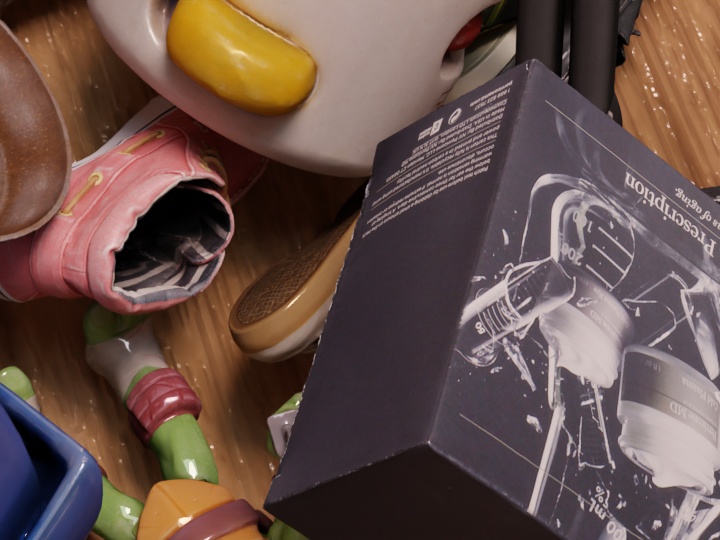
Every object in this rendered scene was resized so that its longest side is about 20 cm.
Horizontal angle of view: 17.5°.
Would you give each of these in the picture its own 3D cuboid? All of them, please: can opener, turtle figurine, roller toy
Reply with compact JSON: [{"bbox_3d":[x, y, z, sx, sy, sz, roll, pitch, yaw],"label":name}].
[{"bbox_3d":[0.101,-0.101,1.146,0.052,0.201,0.067,10,54,12],"label":"can opener"},{"bbox_3d":[-0.090,0.089,1.001,0.194,0.144,0.200,45,17,33],"label":"turtle figurine"},{"bbox_3d":[-0.030,-0.135,1.099,0.182,0.140,0.200,13,29,-39],"label":"roller toy"}]

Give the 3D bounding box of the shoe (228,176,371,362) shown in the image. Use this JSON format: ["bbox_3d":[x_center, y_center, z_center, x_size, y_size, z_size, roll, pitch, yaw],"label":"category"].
[{"bbox_3d":[0.000,0.000,1.105,0.054,0.070,0.200,55,31,-8],"label":"shoe"}]

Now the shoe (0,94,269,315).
[{"bbox_3d":[-0.084,-0.031,1.088,0.091,0.072,0.200,10,25,35],"label":"shoe"}]

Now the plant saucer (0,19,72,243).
[{"bbox_3d":[-0.214,-0.079,0.995,0.200,0.035,0.201,31,31,-21],"label":"plant saucer"}]

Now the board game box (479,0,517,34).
[{"bbox_3d":[0.053,-0.224,1.180,0.104,0.023,0.201,-21,87,6],"label":"board game box"}]

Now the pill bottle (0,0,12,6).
[{"bbox_3d":[-0.187,-0.190,1.160,0.199,0.117,0.117,-32,72,-26],"label":"pill bottle"}]

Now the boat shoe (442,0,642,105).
[{"bbox_3d":[0.113,-0.128,1.239,0.199,0.074,0.066,-47,115,-34],"label":"boat shoe"}]

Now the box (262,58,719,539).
[{"bbox_3d":[0.087,0.055,0.936,0.200,0.104,0.183,35,54,-25],"label":"box"}]

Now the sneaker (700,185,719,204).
[{"bbox_3d":[0.210,0.032,1.166,0.073,0.081,0.200,-9,44,-20],"label":"sneaker"}]

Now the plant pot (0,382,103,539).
[{"bbox_3d":[-0.229,0.091,0.912,0.180,0.200,0.201,39,81,-36],"label":"plant pot"}]
